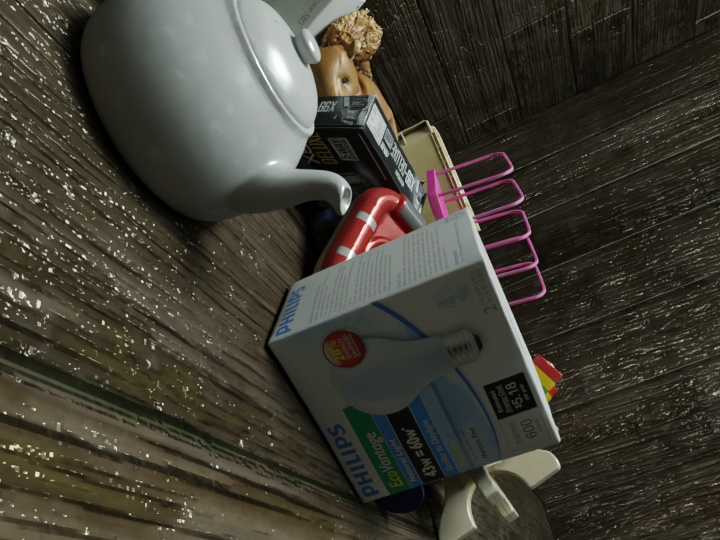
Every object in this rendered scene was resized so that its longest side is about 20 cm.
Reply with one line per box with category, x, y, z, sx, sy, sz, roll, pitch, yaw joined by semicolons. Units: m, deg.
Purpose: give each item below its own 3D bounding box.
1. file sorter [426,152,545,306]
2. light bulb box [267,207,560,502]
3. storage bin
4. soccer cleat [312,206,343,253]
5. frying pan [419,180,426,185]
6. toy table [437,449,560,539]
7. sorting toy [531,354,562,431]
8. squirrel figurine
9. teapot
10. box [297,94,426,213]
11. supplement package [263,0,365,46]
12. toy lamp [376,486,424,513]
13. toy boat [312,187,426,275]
file sorter;0.186;-0.057;0.856;0.139;0.124;0.202;-75;146;-67
light bulb box;0.052;0.082;0.549;0.199;0.199;0.125;62;15;-19
storage bin;0.075;-0.123;1.005;0.200;0.199;0.094;68;15;7
soccer cleat;0.001;-0.001;0.784;0.201;0.064;0.084;59;19;-28
frying pan;0.012;-0.137;0.846;0.189;0.115;0.031;1;102;-36
toy table;0.155;0.264;0.766;0.200;0.184;0.117;36;15;-49
sorting toy;0.168;0.112;0.727;0.200;0.070;0.199;43;-3;16
squirrel figurine;-0.032;-0.273;0.827;0.187;0.140;0.202;45;44;-68
teapot;-0.101;-0.148;0.448;0.201;0.145;0.198;57;16;-34
box;-0.019;-0.140;0.747;0.200;0.156;0.050;50;54;-53
supplement package;-0.109;-0.424;0.819;0.200;0.117;0.117;50;23;-2
toy lamp;0.050;0.192;0.675;0.059;0.058;0.200;63;14;-17
toy boat;0.037;-0.005;0.670;0.131;0.130;0.201;45;58;-30
